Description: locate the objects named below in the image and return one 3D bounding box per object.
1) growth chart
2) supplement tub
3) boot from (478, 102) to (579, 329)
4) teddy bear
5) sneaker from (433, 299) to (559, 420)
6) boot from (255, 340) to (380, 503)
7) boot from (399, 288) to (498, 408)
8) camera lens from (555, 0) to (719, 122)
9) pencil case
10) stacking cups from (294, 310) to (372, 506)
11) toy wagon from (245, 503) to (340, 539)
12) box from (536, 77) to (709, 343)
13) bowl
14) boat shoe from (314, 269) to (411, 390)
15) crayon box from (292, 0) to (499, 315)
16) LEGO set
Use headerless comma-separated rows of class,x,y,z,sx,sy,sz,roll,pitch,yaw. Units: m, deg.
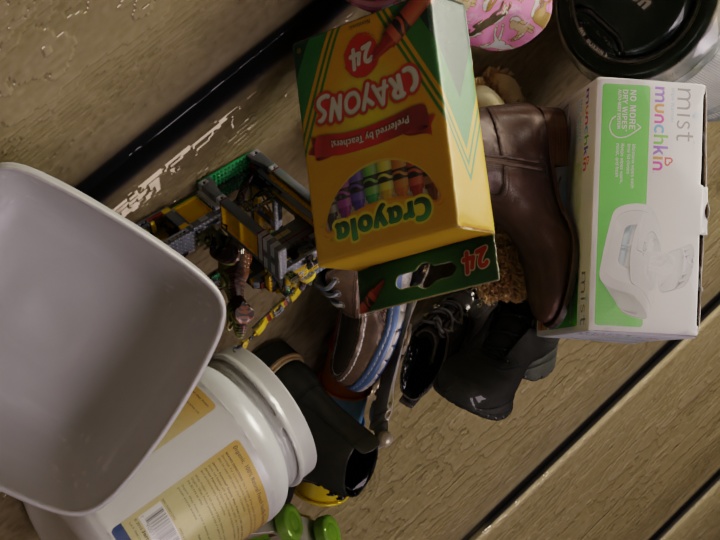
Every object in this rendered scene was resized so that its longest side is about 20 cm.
growth chart,0.034,0.065,1.492,0.145,0.018,0.201,-177,-79,-86
supplement tub,-0.147,0.162,1.340,0.200,0.144,0.145,-34,145,-25
boot,0.068,-0.048,1.348,0.199,0.188,0.064,1,168,-23
teddy bear,0.109,-0.073,1.461,0.145,0.066,0.201,-64,148,-53
sneaker,0.126,0.063,1.511,0.200,0.076,0.091,-37,149,-59
boot,-0.048,0.176,1.488,0.077,0.138,0.201,-31,145,-29
boot,0.106,0.018,1.552,0.174,0.069,0.201,-39,152,-49
camera lens,0.272,-0.217,1.473,0.200,0.160,0.161,11,114,-56
pencil case,0.064,-0.217,1.280,0.199,0.083,0.087,4,107,-53
stacking cups,-0.013,0.119,1.549,0.060,0.060,0.201,-17,134,-43
toy wagon,-0.117,0.234,1.485,0.154,0.040,0.200,-20,156,22
box,0.214,-0.043,1.413,0.176,0.096,0.202,157,-63,-83
bowl,-0.209,0.041,1.138,0.199,0.075,0.201,32,99,-15
boat shoe,0.000,0.000,1.422,0.072,0.072,0.201,11,101,-21
crayon box,0.024,-0.079,1.209,0.126,0.201,0.051,-16,166,35
LEGO set,-0.094,0.014,1.279,0.199,0.116,0.154,-26,141,-34
